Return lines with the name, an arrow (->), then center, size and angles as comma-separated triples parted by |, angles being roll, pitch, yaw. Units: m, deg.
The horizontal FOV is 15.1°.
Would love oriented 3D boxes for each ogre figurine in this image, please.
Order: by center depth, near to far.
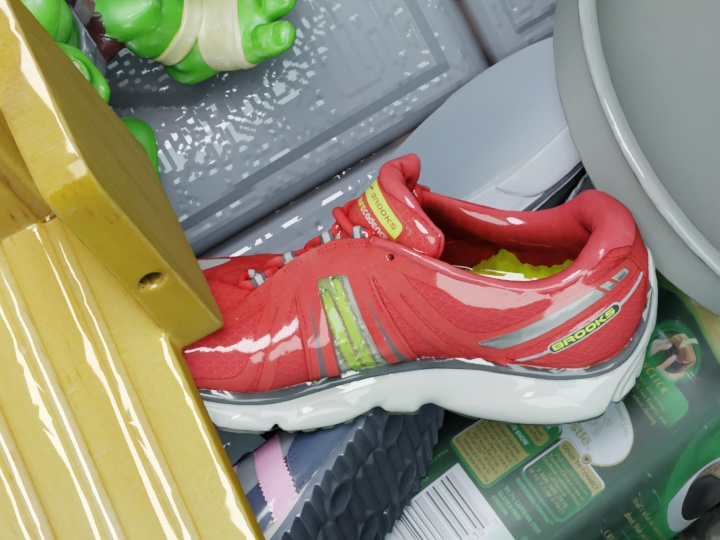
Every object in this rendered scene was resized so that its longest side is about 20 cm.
ogre figurine -> -0.104, -0.066, 0.930 | 0.119, 0.098, 0.200 | 15, 122, -41

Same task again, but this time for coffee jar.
coffee jar -> 0.095, 0.061, 1.020 | 0.200, 0.085, 0.104 | -36, 158, 0

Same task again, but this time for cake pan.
cake pan -> 0.148, -0.061, 0.964 | 0.200, 0.201, 0.037 | 28, 144, -22

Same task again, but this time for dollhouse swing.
dollhouse swing -> -0.142, 0.057, 0.822 | 0.199, 0.177, 0.182 | -26, 152, 6

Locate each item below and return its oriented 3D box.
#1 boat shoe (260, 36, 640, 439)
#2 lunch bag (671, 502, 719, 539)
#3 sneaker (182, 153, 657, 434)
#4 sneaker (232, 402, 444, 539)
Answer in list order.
boat shoe -> 0.036, -0.003, 1.000 | 0.199, 0.074, 0.068 | -46, 120, 7
lunch bag -> 0.208, 0.170, 1.037 | 0.117, 0.200, 0.165 | -28, 115, -3
sneaker -> 0.000, 0.000, 0.912 | 0.198, 0.077, 0.085 | -2, 126, -1
sneaker -> -0.049, 0.089, 0.938 | 0.200, 0.082, 0.070 | -47, 145, -30
